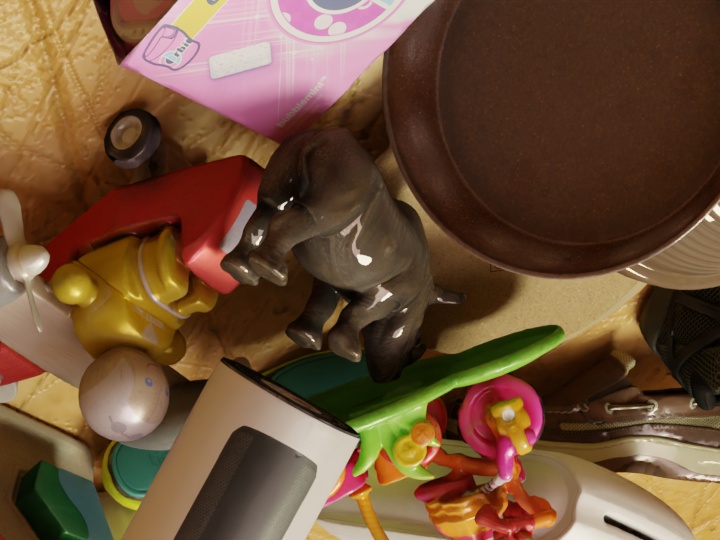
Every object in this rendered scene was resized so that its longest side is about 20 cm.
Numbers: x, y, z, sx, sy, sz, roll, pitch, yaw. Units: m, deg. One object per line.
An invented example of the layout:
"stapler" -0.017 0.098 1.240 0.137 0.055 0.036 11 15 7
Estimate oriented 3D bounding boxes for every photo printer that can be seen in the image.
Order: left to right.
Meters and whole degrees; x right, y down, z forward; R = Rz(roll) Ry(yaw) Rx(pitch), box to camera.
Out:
"photo printer" 0.093 0.150 1.338 0.199 0.070 0.166 3 162 38

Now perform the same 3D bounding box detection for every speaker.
"speaker" -0.082 0.148 1.094 0.081 0.081 0.201 29 90 -45

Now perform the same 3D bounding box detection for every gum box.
"gum box" -0.016 -0.161 1.033 0.200 0.066 0.113 -44 138 21

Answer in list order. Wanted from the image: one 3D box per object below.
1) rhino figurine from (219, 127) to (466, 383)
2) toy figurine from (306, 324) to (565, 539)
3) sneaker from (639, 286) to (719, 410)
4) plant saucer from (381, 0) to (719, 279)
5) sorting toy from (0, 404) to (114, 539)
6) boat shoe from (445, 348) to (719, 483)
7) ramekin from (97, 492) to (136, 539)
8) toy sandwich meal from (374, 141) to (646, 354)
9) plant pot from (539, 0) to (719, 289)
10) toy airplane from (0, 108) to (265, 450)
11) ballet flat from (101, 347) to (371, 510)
"rhino figurine" 0.000 0.000 1.122 0.088 0.060 0.200 -60 147 -13
"toy figurine" 0.044 0.147 1.205 0.199 0.185 0.150 -20 -175 5
"sneaker" 0.231 0.005 1.308 0.076 0.115 0.200 -4 134 -26
"plant saucer" 0.106 -0.095 1.082 0.200 0.201 0.034 -41 158 19
"sorting toy" -0.178 0.144 1.176 0.036 0.201 0.185 -37 139 20
"boat shoe" 0.150 0.085 1.398 0.201 0.075 0.076 7 90 -18
"ramekin" -0.159 0.223 1.346 0.199 0.105 0.201 -14 139 -12
"toy sandwich meal" 0.079 -0.031 1.230 0.203 0.071 0.206 -6 136 -6
"plant pot" 0.190 -0.084 1.137 0.199 0.093 0.203 -7 105 -26
"toy airplane" -0.141 0.032 1.121 0.198 0.142 0.200 -6 137 -22
"ballet flat" -0.053 0.095 1.306 0.198 0.067 0.067 -16 161 -6
